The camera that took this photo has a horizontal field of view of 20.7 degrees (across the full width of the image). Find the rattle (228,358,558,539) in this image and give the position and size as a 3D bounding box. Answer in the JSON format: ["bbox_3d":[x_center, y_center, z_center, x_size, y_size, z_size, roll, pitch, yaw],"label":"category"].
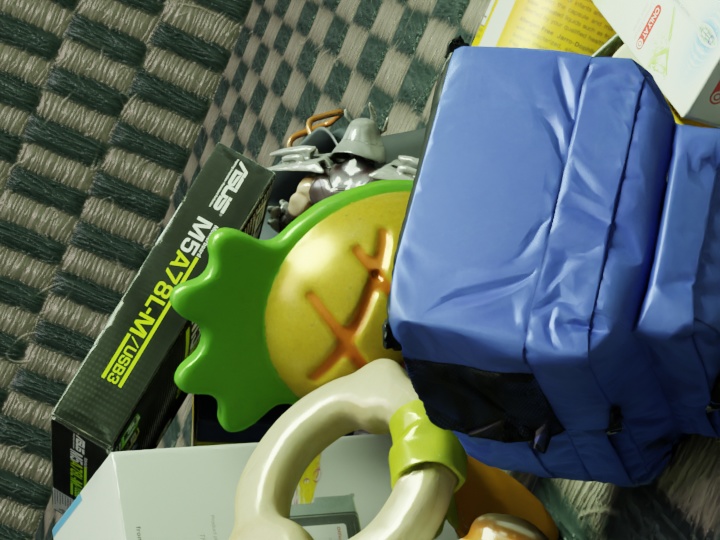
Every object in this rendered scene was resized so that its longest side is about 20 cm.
[{"bbox_3d":[-0.016,0.153,1.027,0.200,0.143,0.130,-46,58,0],"label":"rattle"}]

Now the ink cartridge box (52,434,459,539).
[{"bbox_3d":[-0.056,0.188,1.128,0.147,0.198,0.147,133,130,-57],"label":"ink cartridge box"}]

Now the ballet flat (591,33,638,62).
[{"bbox_3d":[0.120,-0.080,1.083,0.200,0.068,0.064,-43,-11,13],"label":"ballet flat"}]

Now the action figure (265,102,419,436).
[{"bbox_3d":[0.000,0.000,1.179,0.129,0.069,0.202,9,103,34],"label":"action figure"}]

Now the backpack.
[{"bbox_3d":[0.106,0.018,0.913,0.200,0.166,0.164,66,-139,-61],"label":"backpack"}]

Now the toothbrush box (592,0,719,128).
[{"bbox_3d":[0.181,-0.177,0.957,0.146,0.085,0.201,-61,35,27],"label":"toothbrush box"}]

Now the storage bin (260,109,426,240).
[{"bbox_3d":[0.023,-0.041,1.330,0.200,0.133,0.147,-34,73,67],"label":"storage bin"}]

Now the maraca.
[{"bbox_3d":[-0.007,0.021,1.070,0.107,0.198,0.139,-146,50,-62],"label":"maraca"}]

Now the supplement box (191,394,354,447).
[{"bbox_3d":[-0.061,0.169,1.321,0.110,0.108,0.202,-103,16,-69],"label":"supplement box"}]

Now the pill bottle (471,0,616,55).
[{"bbox_3d":[0.127,-0.135,1.167,0.113,0.112,0.201,-122,55,-74],"label":"pill bottle"}]

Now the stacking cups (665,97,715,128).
[{"bbox_3d":[0.143,-0.023,1.064,0.201,0.060,0.061,119,166,-45],"label":"stacking cups"}]

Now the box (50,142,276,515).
[{"bbox_3d":[-0.121,0.047,1.186,0.194,0.047,0.200,-58,-4,-23],"label":"box"}]

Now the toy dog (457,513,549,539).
[{"bbox_3d":[0.037,0.193,0.892,0.200,0.193,0.141,-23,-52,-61],"label":"toy dog"}]
